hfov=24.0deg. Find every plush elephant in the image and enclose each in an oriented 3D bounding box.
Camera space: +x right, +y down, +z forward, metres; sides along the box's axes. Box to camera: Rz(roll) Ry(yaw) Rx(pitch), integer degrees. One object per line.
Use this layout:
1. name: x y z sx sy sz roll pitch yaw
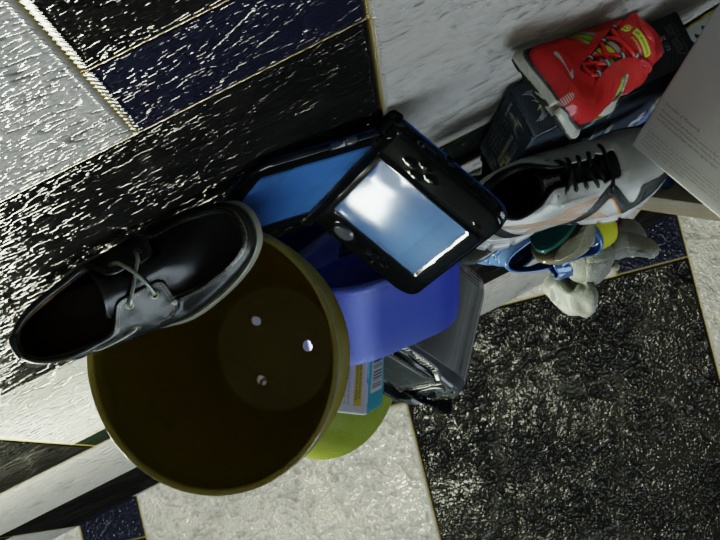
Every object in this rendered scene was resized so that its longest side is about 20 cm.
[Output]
1. plush elephant: 0.263 -0.043 1.914 0.199 0.155 0.165 -9 125 -15

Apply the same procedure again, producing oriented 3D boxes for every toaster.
1. toaster: 0.040 0.043 1.648 0.113 0.200 0.130 -17 -132 53

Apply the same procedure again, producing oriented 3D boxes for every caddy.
1. caddy: 0.000 0.000 1.475 0.200 0.105 0.141 -22 -151 -35

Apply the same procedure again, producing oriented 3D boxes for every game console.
1. game console: -0.014 -0.029 1.286 0.118 0.171 0.200 -52 -175 -25

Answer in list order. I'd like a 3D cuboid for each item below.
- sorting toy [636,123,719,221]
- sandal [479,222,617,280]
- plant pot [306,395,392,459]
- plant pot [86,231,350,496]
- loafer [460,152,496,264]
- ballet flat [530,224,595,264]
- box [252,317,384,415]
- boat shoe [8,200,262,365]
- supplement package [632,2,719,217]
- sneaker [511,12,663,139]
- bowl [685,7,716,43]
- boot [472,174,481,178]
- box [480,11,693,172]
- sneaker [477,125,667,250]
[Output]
1. sorting toy: 0.347 -0.138 1.645 0.200 0.070 0.199 11 -137 42
2. sandal: 0.173 -0.031 1.827 0.199 0.080 0.087 -3 -143 37
3. plant pot: -0.092 0.092 1.701 0.187 0.188 0.200 -30 158 26
4. plant pot: -0.088 0.062 1.294 0.200 0.201 0.142 -29 173 16
5. loafer: 0.151 -0.091 1.569 0.200 0.070 0.075 -42 -157 -8
6. ballet flat: 0.197 -0.047 1.592 0.067 0.062 0.200 -31 -158 20
7. box: -0.079 0.079 1.553 0.199 0.083 0.049 5 -173 18
8. boat shoe: -0.159 0.013 1.204 0.199 0.072 0.068 -27 177 15
9. supplement package: 0.333 -0.151 1.340 0.121 0.120 0.200 -20 146 -48
10. sneaker: 0.175 -0.156 1.250 0.085 0.077 0.200 -36 180 26
11. bowl: 0.371 -0.196 1.535 0.200 0.094 0.201 -26 172 -4
12. boot: 0.137 -0.063 1.744 0.199 0.078 0.138 -24 177 -11
13. box: 0.191 -0.141 1.450 0.157 0.051 0.200 -25 172 -7
14. sneaker: 0.177 -0.071 1.411 0.199 0.074 0.080 -22 170 -9
